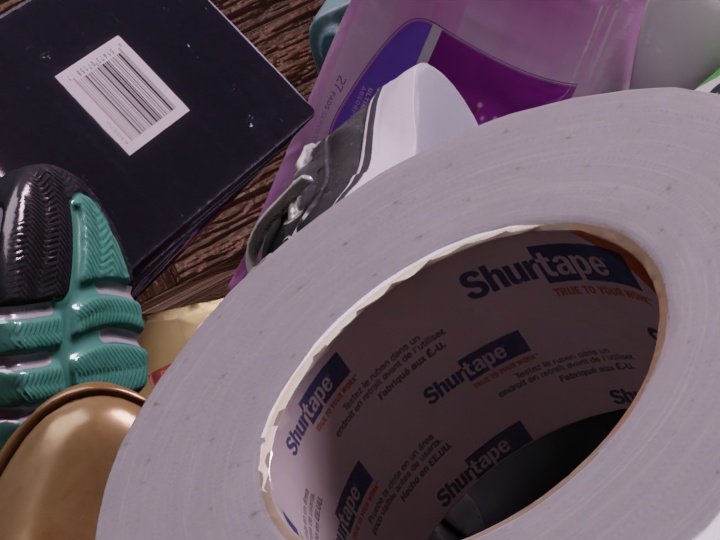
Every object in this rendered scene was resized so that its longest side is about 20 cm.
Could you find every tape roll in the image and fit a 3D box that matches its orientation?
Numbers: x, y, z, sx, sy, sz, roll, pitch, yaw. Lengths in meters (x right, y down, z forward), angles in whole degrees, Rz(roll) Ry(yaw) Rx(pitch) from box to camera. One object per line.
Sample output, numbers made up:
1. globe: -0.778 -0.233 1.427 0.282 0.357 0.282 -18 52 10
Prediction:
1. tape roll: 0.038 0.048 0.647 0.200 0.066 0.200 -25 34 18

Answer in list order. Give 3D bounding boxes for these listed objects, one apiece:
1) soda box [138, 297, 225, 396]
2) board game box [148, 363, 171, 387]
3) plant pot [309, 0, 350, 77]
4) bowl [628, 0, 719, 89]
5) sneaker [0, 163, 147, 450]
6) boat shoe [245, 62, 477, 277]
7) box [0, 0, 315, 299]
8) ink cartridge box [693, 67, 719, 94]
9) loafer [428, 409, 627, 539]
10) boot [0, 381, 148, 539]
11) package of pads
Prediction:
1. soda box: -0.096 0.080 1.143 0.064 0.068 0.200 -12 -16 -27
2. board game box: -0.001 0.054 1.028 0.103 0.019 0.200 -26 -23 4
3. plant pot: 0.091 -0.083 1.258 0.200 0.197 0.196 -11 -7 -46
4. bowl: 0.206 -0.071 1.111 0.199 0.075 0.200 -27 -40 -22
5. sneaker: -0.118 0.068 0.893 0.087 0.200 0.074 -11 -10 31
6. boat shoe: -0.002 -0.002 0.874 0.068 0.074 0.199 -29 25 18
7. box: -0.140 -0.010 1.047 0.182 0.104 0.200 -43 1 30
8. ink cartridge box: 0.121 -0.007 0.946 0.147 0.083 0.200 -41 2 27
9. loafer: 0.013 0.092 0.832 0.200 0.068 0.070 -30 13 0
10. boot: -0.077 0.114 0.709 0.066 0.175 0.200 20 -6 -10
11. package of pads: 0.040 -0.052 1.120 0.076 0.120 0.200 0 -63 -61
